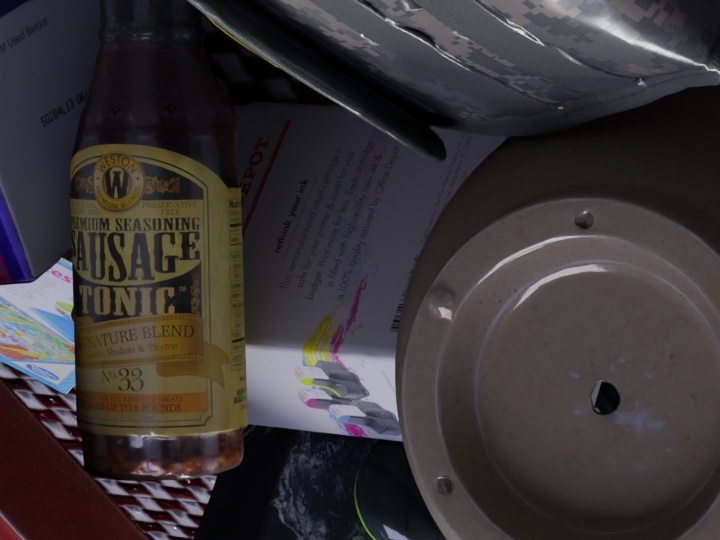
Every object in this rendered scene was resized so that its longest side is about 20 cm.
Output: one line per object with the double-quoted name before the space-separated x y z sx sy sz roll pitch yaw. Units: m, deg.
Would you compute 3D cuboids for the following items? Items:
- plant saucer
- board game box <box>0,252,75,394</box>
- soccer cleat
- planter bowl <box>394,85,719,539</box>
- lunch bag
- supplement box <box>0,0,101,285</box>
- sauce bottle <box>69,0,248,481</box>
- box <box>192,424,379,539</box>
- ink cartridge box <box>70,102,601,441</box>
"plant saucer" -0.133 0.081 0.927 0.200 0.037 0.200 49 167 -3
"board game box" -0.198 -0.020 1.126 0.200 0.034 0.134 29 151 -14
"soccer cleat" 0.090 0.059 0.958 0.199 0.068 0.081 -16 165 -27
"planter bowl" 0.092 0.033 0.748 0.199 0.201 0.135 6 -175 25
"lunch bag" 0.002 -0.117 0.729 0.164 0.118 0.200 33 156 -26
"supplement box" -0.189 -0.054 0.949 0.199 0.101 0.104 -3 115 35
"sauce bottle" -0.076 -0.026 0.880 0.066 0.201 0.066 -3 -177 0
"box" 0.041 0.116 1.031 0.196 0.201 0.117 26 151 -12
"ink cartridge box" 0.000 0.000 0.945 0.199 0.115 0.068 5 148 28
